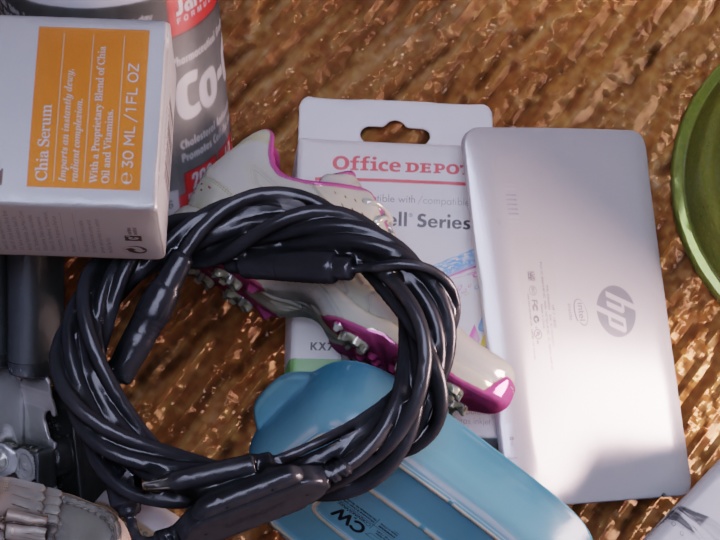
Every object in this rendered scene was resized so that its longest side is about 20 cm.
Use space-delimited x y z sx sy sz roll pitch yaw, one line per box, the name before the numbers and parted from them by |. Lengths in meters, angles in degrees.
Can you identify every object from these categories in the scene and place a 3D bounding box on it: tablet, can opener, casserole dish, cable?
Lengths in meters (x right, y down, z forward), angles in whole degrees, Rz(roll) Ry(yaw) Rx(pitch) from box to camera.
tablet | 0.116 0.023 1.588 0.130 0.014 0.201 -1 81 -37
can opener | -0.169 0.034 1.559 0.066 0.053 0.201 -17 111 -43
casserole dish | 0.026 0.129 1.530 0.200 0.121 0.039 38 40 -9
cable | -0.048 0.040 1.469 0.199 0.051 0.164 -23 71 0

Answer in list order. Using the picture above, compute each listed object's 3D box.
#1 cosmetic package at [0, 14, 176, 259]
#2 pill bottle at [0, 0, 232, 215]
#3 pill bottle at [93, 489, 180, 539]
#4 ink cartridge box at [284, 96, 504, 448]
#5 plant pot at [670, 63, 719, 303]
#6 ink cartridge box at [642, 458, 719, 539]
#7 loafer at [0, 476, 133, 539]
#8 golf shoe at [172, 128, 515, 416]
cosmetic package | -0.192 -0.066 1.449 0.199 0.071 0.102 1 70 0
pill bottle | -0.128 -0.128 1.546 0.113 0.201 0.114 -3 33 2
pill bottle | -0.143 0.218 1.511 0.111 0.111 0.200 36 76 5
ink cartridge box | 0.019 -0.004 1.602 0.117 0.067 0.201 2 76 -3
plant pot | 0.276 -0.068 1.576 0.199 0.184 0.201 1 75 -3
ink cartridge box | 0.198 0.193 1.555 0.146 0.084 0.200 44 77 7
loafer | -0.211 0.131 1.474 0.199 0.063 0.072 1 57 16
golf shoe | 0.000 0.000 1.529 0.199 0.075 0.092 30 74 5
